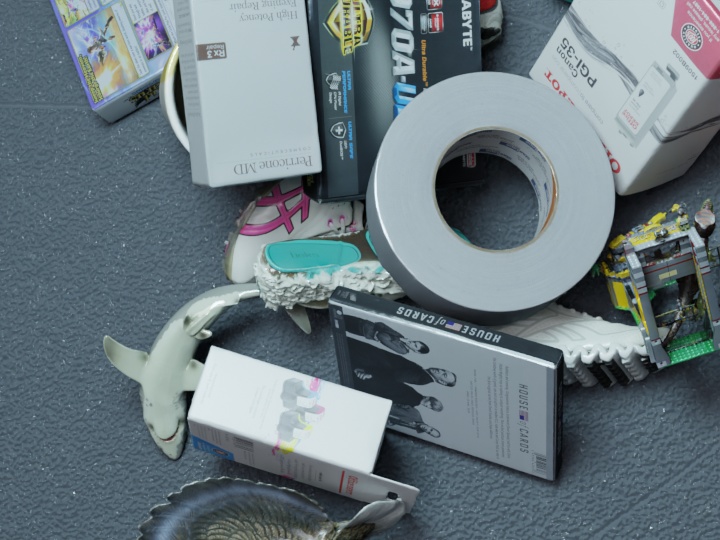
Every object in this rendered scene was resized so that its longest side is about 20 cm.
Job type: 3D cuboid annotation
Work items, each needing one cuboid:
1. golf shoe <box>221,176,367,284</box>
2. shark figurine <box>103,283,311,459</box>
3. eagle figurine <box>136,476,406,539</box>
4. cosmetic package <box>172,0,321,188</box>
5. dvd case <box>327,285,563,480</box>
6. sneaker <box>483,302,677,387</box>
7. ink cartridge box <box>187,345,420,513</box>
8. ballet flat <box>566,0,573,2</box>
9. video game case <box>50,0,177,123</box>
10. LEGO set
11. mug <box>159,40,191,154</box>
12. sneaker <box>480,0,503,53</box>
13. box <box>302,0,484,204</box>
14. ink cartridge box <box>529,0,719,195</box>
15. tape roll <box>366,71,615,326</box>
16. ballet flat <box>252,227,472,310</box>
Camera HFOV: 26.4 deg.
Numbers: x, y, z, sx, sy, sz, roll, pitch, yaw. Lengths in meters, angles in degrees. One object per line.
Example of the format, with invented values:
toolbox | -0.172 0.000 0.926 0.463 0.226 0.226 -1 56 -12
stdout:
golf shoe | -0.042 -0.055 1.386 0.092 0.073 0.200 42 92 20
shark figurine | -0.142 0.053 1.395 0.128 0.090 0.214 43 102 -12
eagle figurine | -0.071 0.240 1.274 0.199 0.151 0.153 24 113 18
cosmetic package | -0.096 -0.173 1.270 0.101 0.074 0.202 -9 97 -18
dvd case | 0.072 0.095 1.278 0.199 0.151 0.025 16 50 20
sneaker | 0.167 0.056 1.296 0.198 0.075 0.082 -4 66 16
ink cartridge box | -0.040 0.137 1.298 0.199 0.115 0.068 17 71 3
ballet flat | 0.253 -0.252 1.343 0.199 0.069 0.070 19 84 14
video game case | -0.210 -0.274 1.507 0.180 0.045 0.201 -27 70 9
LEGO set | 0.276 -0.022 1.213 0.199 0.116 0.154 -14 31 12
mug | -0.110 -0.179 1.383 0.148 0.153 0.188 16 91 -18
sneaker | 0.030 -0.228 1.410 0.198 0.077 0.086 -8 69 5
box | 0.025 -0.166 1.319 0.158 0.046 0.202 -7 105 -19
ink cartridge box | 0.242 -0.179 1.253 0.082 0.200 0.147 -19 65 -33
tape roll | 0.105 -0.058 1.266 0.199 0.066 0.202 1 77 -6
ballet flat | 0.000 0.000 1.350 0.198 0.072 0.072 -4 74 -16
